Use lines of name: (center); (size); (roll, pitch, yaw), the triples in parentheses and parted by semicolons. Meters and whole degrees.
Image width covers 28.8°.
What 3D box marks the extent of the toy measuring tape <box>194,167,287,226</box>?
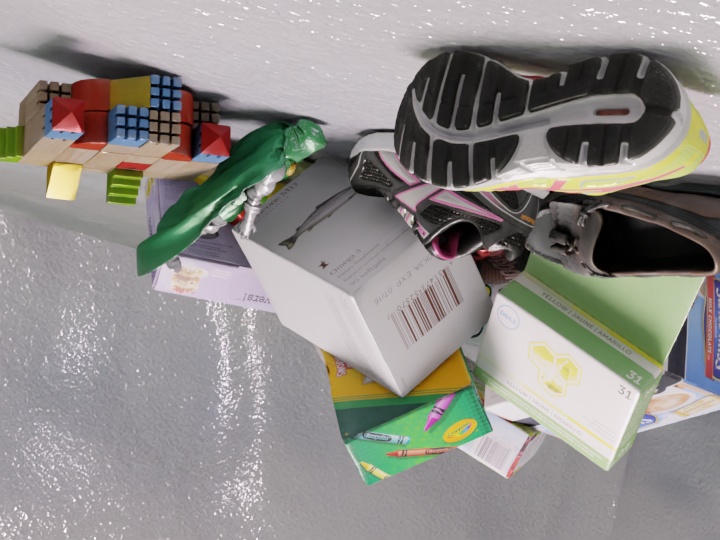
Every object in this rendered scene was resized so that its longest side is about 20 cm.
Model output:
toy measuring tape: (-0.135, -0.086, 1.349); (0.198, 0.074, 0.073); (19, 179, 37)

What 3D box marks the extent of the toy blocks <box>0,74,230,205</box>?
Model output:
toy blocks: (-0.183, -0.115, 1.112); (0.197, 0.101, 0.136); (4, 171, -26)

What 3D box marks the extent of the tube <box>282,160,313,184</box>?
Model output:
tube: (-0.002, -0.065, 1.365); (0.198, 0.052, 0.058); (26, 127, -23)

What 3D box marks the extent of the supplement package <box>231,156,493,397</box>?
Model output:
supplement package: (0.000, 0.000, 1.208); (0.199, 0.117, 0.118); (26, 150, 52)

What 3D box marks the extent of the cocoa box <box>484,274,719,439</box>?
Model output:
cocoa box: (0.225, 0.063, 1.260); (0.130, 0.135, 0.199); (23, 151, -29)

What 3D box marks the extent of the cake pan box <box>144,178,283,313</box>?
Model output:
cake pan box: (-0.110, -0.034, 1.378); (0.197, 0.053, 0.185); (10, -146, -20)

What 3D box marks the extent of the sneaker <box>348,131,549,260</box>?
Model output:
sneaker: (0.056, -0.053, 1.073); (0.080, 0.088, 0.199); (20, 173, -37)

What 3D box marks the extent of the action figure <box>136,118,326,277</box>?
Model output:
action figure: (-0.100, -0.068, 1.168); (0.055, 0.119, 0.199); (39, 132, -22)

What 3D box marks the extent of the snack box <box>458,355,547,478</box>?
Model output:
snack box: (0.087, 0.119, 1.379); (0.199, 0.053, 0.142); (31, -169, 14)

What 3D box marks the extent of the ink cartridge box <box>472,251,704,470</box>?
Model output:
ink cartridge box: (0.176, 0.046, 1.118); (0.145, 0.048, 0.201); (35, 140, 22)

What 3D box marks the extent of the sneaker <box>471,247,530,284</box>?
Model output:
sneaker: (0.122, -0.035, 1.215); (0.096, 0.072, 0.201); (-4, 165, -6)

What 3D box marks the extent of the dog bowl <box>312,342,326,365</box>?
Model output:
dog bowl: (0.027, 0.033, 1.545); (0.198, 0.203, 0.058); (18, 155, -37)

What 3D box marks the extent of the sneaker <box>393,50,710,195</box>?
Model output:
sneaker: (0.105, -0.073, 0.785); (0.198, 0.079, 0.090); (9, 175, 42)

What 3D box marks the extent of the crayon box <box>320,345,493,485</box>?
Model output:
crayon box: (0.033, 0.085, 1.230); (0.201, 0.118, 0.059); (-107, -8, -57)

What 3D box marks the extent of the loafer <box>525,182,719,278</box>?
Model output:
loafer: (0.189, -0.027, 1.009); (0.198, 0.073, 0.063); (0, -150, 44)

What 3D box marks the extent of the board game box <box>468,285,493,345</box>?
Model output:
board game box: (0.126, 0.020, 1.504); (0.198, 0.104, 0.105); (18, -175, -38)
